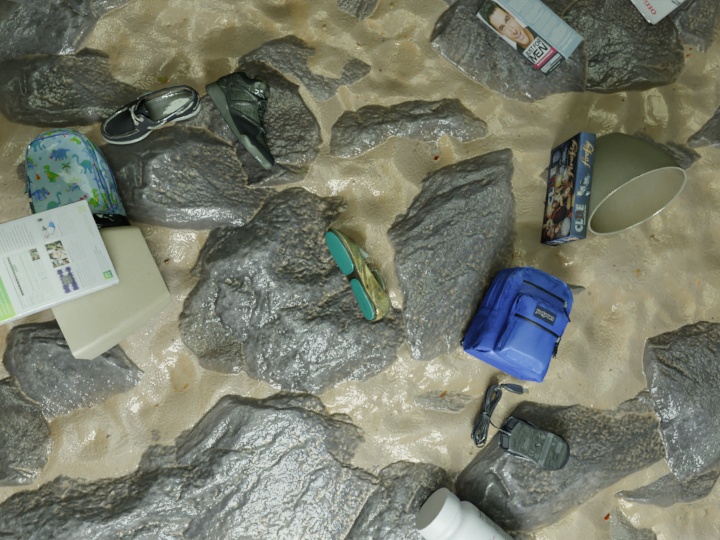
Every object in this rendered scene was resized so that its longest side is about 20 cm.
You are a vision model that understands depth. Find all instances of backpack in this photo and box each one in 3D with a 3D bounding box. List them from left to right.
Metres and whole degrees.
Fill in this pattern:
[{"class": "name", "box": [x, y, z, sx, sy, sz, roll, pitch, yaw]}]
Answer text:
[{"class": "backpack", "box": [-0.523, -0.155, 1.116, 0.162, 0.154, 0.201, -12, 75, -1]}, {"class": "backpack", "box": [0.319, 0.096, 1.177, 0.162, 0.168, 0.201, 28, 80, -11]}]

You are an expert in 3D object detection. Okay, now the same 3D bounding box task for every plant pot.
[{"class": "plant pot", "box": [-0.444, 0.027, 1.086, 0.176, 0.200, 0.201, -25, 89, -19]}]

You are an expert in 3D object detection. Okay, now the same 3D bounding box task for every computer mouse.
[{"class": "computer mouse", "box": [0.324, 0.306, 1.226, 0.199, 0.046, 0.141, 18, 80, 0]}]

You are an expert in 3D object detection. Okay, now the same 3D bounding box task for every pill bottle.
[{"class": "pill bottle", "box": [0.208, 0.512, 1.159, 0.200, 0.113, 0.114, 40, 83, -2]}]

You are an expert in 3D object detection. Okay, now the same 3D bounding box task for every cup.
[{"class": "cup", "box": [0.514, -0.187, 1.221, 0.199, 0.201, 0.144, -15, 59, -8]}]

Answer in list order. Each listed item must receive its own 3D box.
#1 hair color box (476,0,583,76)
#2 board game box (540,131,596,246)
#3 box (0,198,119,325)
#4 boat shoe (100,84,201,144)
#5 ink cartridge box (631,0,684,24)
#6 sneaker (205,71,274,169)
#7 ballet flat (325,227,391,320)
[{"class": "hair color box", "box": [0.341, -0.497, 1.251, 0.200, 0.099, 0.061, 40, 83, -3]}, {"class": "board game box", "box": [0.410, -0.156, 1.218, 0.034, 0.135, 0.201, 8, 85, -6]}, {"class": "box", "box": [-0.499, -0.013, 0.952, 0.199, 0.036, 0.145, -22, 88, -27]}, {"class": "boat shoe", "box": [-0.402, -0.299, 1.169, 0.199, 0.060, 0.074, -19, 89, -8]}, {"class": "ink cartridge box", "box": [0.633, -0.620, 1.244, 0.085, 0.200, 0.146, -39, 91, -13]}, {"class": "sneaker", "box": [-0.202, -0.298, 1.185, 0.114, 0.076, 0.200, -32, 85, -1]}, {"class": "ballet flat", "box": [0.000, 0.000, 1.200, 0.070, 0.071, 0.201, -27, 89, -8]}]
